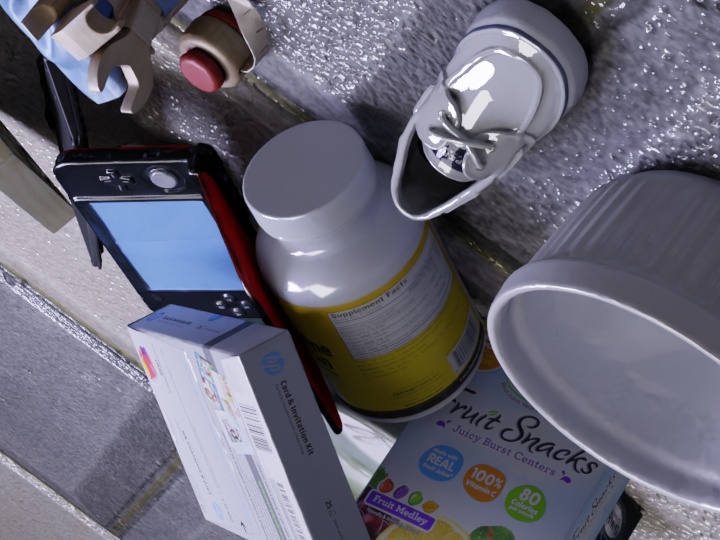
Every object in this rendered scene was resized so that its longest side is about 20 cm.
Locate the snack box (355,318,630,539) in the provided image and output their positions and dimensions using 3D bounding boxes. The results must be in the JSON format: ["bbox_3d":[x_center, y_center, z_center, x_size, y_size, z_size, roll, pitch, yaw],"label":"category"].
[{"bbox_3d":[0.089,0.143,1.254,0.142,0.200,0.053,23,154,28],"label":"snack box"}]

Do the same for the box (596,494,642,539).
[{"bbox_3d":[0.094,0.139,1.440,0.200,0.044,0.160,45,155,-19],"label":"box"}]

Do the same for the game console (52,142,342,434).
[{"bbox_3d":[-0.108,0.017,1.285,0.172,0.119,0.200,-1,147,19],"label":"game console"}]

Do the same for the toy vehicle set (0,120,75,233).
[{"bbox_3d":[-0.278,-0.099,1.407,0.124,0.027,0.200,49,177,10],"label":"toy vehicle set"}]

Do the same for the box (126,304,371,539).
[{"bbox_3d":[-0.076,0.107,1.246,0.200,0.041,0.156,6,119,62],"label":"box"}]

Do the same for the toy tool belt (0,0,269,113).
[{"bbox_3d":[-0.164,-0.153,1.139,0.200,0.123,0.125,44,156,-18],"label":"toy tool belt"}]

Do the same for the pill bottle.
[{"bbox_3d":[0.000,0.000,1.217,0.112,0.112,0.200,17,150,37],"label":"pill bottle"}]

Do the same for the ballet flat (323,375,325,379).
[{"bbox_3d":[-0.017,0.050,1.421,0.065,0.071,0.200,14,165,-16],"label":"ballet flat"}]

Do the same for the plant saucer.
[{"bbox_3d":[0.016,0.135,1.420,0.200,0.050,0.200,30,156,15],"label":"plant saucer"}]

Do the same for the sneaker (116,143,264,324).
[{"bbox_3d":[-0.117,-0.011,1.414,0.079,0.074,0.200,7,144,40],"label":"sneaker"}]

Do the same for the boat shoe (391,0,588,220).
[{"bbox_3d":[0.065,-0.078,1.039,0.074,0.065,0.200,35,157,4],"label":"boat shoe"}]

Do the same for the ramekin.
[{"bbox_3d":[0.181,0.036,1.048,0.200,0.105,0.200,30,156,15],"label":"ramekin"}]

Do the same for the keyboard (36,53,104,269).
[{"bbox_3d":[-0.209,-0.094,1.375,0.200,0.021,0.127,99,151,-64],"label":"keyboard"}]
